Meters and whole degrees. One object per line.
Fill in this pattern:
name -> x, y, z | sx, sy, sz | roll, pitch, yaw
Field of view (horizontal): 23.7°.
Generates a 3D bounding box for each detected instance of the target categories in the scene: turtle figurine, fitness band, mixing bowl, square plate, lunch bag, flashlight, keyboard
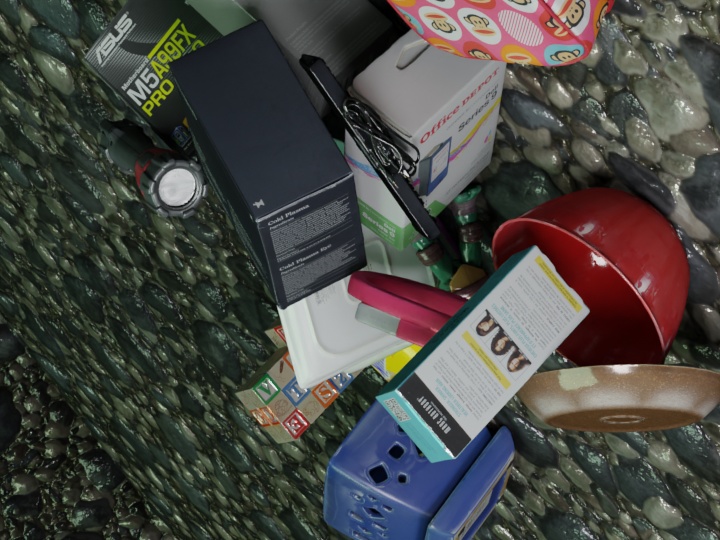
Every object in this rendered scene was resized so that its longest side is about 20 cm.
turtle figurine -> 0.117, 0.021, 1.786 | 0.100, 0.149, 0.201 | -11, 107, 58
fitness band -> 0.077, 0.044, 1.645 | 0.199, 0.143, 0.038 | 22, 103, 31
mixing bowl -> 0.231, -0.003, 1.594 | 0.200, 0.108, 0.201 | 37, 156, 20
square plate -> 0.000, 0.000, 1.790 | 0.028, 0.197, 0.202 | 18, 127, 60
lunch bag -> 0.094, -0.249, 1.417 | 0.199, 0.082, 0.176 | 13, 159, 46
flashlight -> -0.222, -0.110, 1.812 | 0.200, 0.067, 0.068 | -145, 57, -62
keyboard -> 0.021, -0.113, 1.522 | 0.201, 0.040, 0.104 | 53, 179, -18

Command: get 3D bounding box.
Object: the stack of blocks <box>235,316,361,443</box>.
stack of blocks -> -0.064, 0.106, 2.146 | 0.115, 0.200, 0.058 | 49, 155, -10

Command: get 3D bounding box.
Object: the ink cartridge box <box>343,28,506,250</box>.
ink cartridge box -> 0.058, -0.135, 1.631 | 0.087, 0.145, 0.201 | 37, 155, 20

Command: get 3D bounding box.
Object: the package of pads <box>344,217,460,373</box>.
package of pads -> 0.024, 0.016, 1.921 | 0.199, 0.068, 0.155 | -26, 109, 30

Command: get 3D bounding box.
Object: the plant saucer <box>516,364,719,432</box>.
plant saucer -> 0.240, 0.121, 1.570 | 0.198, 0.037, 0.200 | 1, 167, 0

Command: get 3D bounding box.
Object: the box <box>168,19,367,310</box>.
box -> -0.086, -0.099, 1.648 | 0.201, 0.104, 0.182 | 60, 171, 25

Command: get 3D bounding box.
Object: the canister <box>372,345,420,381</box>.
canister -> 0.027, 0.055, 2.062 | 0.200, 0.086, 0.149 | 45, 157, 8

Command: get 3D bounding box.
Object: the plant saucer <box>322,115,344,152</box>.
plant saucer -> -0.058, -0.134, 1.882 | 0.198, 0.036, 0.200 | 12, 163, 4

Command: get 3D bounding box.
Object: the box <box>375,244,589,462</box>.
box -> 0.111, 0.074, 1.533 | 0.082, 0.200, 0.049 | 49, 156, -7

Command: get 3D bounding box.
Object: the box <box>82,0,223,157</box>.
box -> -0.176, -0.244, 1.819 | 0.160, 0.200, 0.044 | 45, -161, 4

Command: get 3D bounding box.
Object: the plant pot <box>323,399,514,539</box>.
plant pot -> 0.080, 0.260, 2.165 | 0.179, 0.200, 0.200 | 34, 153, 14

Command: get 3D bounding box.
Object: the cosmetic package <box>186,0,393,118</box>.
cosmetic package -> -0.076, -0.261, 1.710 | 0.200, 0.107, 0.090 | 43, 158, 12
